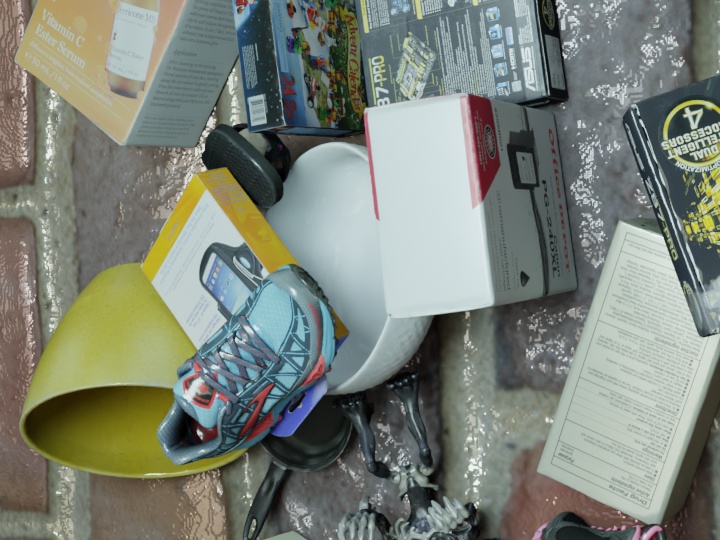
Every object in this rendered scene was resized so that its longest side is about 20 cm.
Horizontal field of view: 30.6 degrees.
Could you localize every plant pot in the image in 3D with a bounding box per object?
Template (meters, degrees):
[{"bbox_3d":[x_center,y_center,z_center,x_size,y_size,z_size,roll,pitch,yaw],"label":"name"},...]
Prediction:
[{"bbox_3d":[-0.191,0.079,1.156,0.199,0.200,0.143,-21,54,29],"label":"plant pot"}]

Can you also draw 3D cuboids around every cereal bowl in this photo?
[{"bbox_3d":[0.000,0.000,1.066,0.199,0.083,0.202,-6,82,52],"label":"cereal bowl"}]

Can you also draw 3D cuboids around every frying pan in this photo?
[{"bbox_3d":[-0.051,0.155,1.152,0.114,0.031,0.192,5,99,32],"label":"frying pan"}]

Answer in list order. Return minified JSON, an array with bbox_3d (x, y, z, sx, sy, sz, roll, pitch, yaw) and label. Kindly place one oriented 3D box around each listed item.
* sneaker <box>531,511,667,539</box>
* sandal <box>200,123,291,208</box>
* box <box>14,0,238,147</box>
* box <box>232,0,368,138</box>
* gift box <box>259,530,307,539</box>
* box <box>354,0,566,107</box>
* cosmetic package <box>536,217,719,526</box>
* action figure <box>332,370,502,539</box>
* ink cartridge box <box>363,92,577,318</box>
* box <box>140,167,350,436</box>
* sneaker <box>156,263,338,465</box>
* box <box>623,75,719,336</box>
[{"bbox_3d":[0.184,0.215,0.944,0.079,0.200,0.096,38,98,-11],"label":"sneaker"},{"bbox_3d":[-0.093,-0.095,1.090,0.048,0.200,0.076,-39,102,-10],"label":"sandal"},{"bbox_3d":[-0.189,-0.232,1.163,0.152,0.106,0.201,36,110,23],"label":"box"},{"bbox_3d":[-0.049,-0.211,1.066,0.037,0.136,0.202,-7,90,32],"label":"box"},{"bbox_3d":[-0.058,0.351,1.089,0.186,0.184,0.202,24,112,36],"label":"gift box"},{"bbox_3d":[0.072,-0.220,1.046,0.160,0.049,0.202,-8,89,29],"label":"box"},{"bbox_3d":[0.215,0.072,0.968,0.103,0.073,0.202,23,105,26],"label":"cosmetic package"},{"bbox_3d":[0.039,0.190,1.057,0.118,0.102,0.202,-20,90,19],"label":"action figure"},{"bbox_3d":[0.086,-0.047,0.963,0.083,0.200,0.147,-8,89,26],"label":"ink cartridge box"},{"bbox_3d":[-0.089,0.031,1.049,0.200,0.041,0.119,52,130,17],"label":"box"},{"bbox_3d":[-0.088,0.081,0.968,0.079,0.095,0.201,46,129,18],"label":"sneaker"},{"bbox_3d":[0.294,-0.063,0.872,0.198,0.049,0.162,-18,84,2],"label":"box"}]
